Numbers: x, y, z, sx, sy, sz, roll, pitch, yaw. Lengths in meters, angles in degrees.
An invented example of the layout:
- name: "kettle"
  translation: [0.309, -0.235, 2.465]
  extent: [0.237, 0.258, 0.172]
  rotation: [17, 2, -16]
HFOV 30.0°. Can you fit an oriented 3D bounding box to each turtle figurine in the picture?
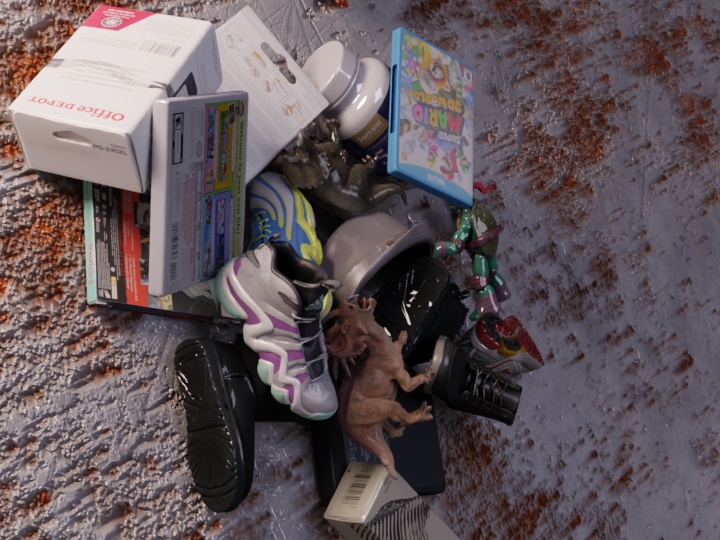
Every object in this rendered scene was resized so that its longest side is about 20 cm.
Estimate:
- name: "turtle figurine"
  translation: [0.145, -0.041, 1.833]
  extent: [0.149, 0.100, 0.202]
  rotation: [-30, 101, -49]

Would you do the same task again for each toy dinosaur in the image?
- name: "toy dinosaur"
  translation: [-0.028, -0.112, 1.620]
  extent: [0.200, 0.076, 0.103]
  rotation: [39, 49, -35]
- name: "toy dinosaur"
  translation: [0.005, 0.129, 1.506]
  extent: [0.134, 0.086, 0.203]
  rotation: [5, 88, -29]

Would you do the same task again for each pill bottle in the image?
- name: "pill bottle"
  translation: [0.016, -0.203, 1.741]
  extent: [0.199, 0.119, 0.121]
  rotation: [34, 51, -32]

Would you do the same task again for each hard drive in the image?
- name: "hard drive"
  translation: [0.021, 0.204, 1.637]
  extent: [0.199, 0.033, 0.141]
  rotation: [7, 68, -45]

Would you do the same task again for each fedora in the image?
- name: "fedora"
  translation: [0.000, 0.000, 1.635]
  extent: [0.090, 0.177, 0.200]
  rotation: [41, 65, 18]

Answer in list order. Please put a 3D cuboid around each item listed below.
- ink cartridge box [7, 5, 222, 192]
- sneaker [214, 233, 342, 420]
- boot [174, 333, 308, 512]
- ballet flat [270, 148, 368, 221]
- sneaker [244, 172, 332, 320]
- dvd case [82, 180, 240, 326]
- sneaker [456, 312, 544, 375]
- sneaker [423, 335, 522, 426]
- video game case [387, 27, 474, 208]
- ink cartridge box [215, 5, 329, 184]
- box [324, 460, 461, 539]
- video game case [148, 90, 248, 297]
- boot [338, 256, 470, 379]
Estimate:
- name: "ink cartridge box"
  translation: [-0.254, -0.184, 1.418]
  extent: [0.084, 0.144, 0.201]
  rotation: [84, 25, -44]
- name: "sneaker"
  translation: [-0.058, 0.055, 1.422]
  extent: [0.201, 0.139, 0.078]
  rotation: [55, 38, -3]
- name: "boot"
  translation: [-0.116, 0.156, 1.477]
  extent: [0.162, 0.073, 0.200]
  rotation: [1, 71, -50]
- name: "ballet flat"
  translation: [-0.039, -0.083, 1.689]
  extent: [0.199, 0.067, 0.047]
  rotation: [36, 91, -34]
- name: "sneaker"
  translation: [-0.096, -0.035, 1.550]
  extent: [0.105, 0.075, 0.201]
  rotation: [20, 41, -59]
- name: "dvd case"
  translation: [-0.217, -0.020, 1.488]
  extent: [0.199, 0.022, 0.148]
  rotation: [10, 66, -43]
- name: "sneaker"
  translation: [0.185, 0.108, 1.832]
  extent: [0.199, 0.082, 0.078]
  rotation: [20, 37, -57]
- name: "sneaker"
  translation: [0.144, 0.137, 1.674]
  extent: [0.200, 0.105, 0.076]
  rotation: [49, 58, -71]
- name: "video game case"
  translation: [0.092, -0.194, 1.715]
  extent: [0.142, 0.018, 0.202]
  rotation: [21, 62, -40]
- name: "ink cartridge box"
  translation: [-0.149, -0.200, 1.597]
  extent: [0.163, 0.057, 0.200]
  rotation: [50, 44, -8]
- name: "box"
  translation: [0.049, 0.311, 1.566]
  extent: [0.200, 0.068, 0.083]
  rotation: [48, 56, -32]
- name: "video game case"
  translation: [-0.171, -0.086, 1.435]
  extent: [0.182, 0.022, 0.202]
  rotation: [-24, 119, -66]
- name: "boot"
  translation: [0.058, 0.081, 1.666]
  extent: [0.199, 0.073, 0.163]
  rotation: [-52, 160, -9]
